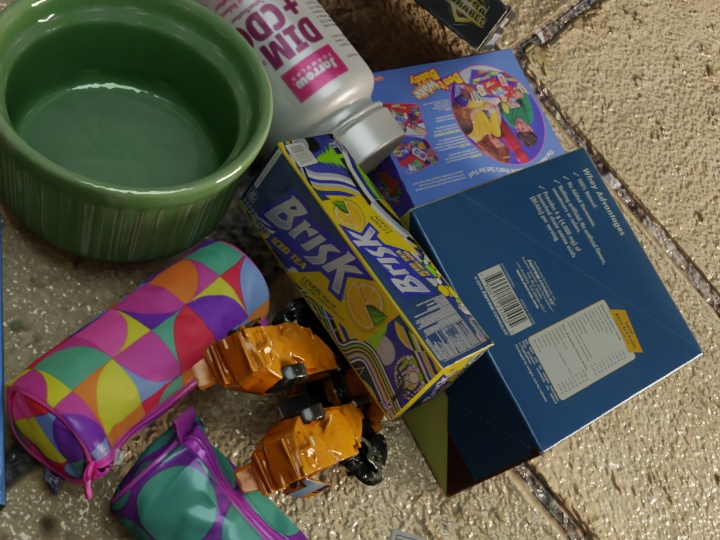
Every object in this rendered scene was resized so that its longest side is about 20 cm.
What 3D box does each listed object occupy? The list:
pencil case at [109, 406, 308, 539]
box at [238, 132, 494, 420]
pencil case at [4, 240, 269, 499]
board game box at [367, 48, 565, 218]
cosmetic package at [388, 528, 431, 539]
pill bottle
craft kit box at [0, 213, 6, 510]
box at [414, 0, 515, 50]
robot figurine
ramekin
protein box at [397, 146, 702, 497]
[{"bbox_3d":[-0.069,0.187,0.669,0.200,0.092,0.085,44,35,-2],"label":"pencil case"},{"bbox_3d":[0.000,0.000,0.736,0.064,0.070,0.201,-17,65,-47],"label":"box"},{"bbox_3d":[-0.142,0.060,0.690,0.088,0.088,0.200,47,49,-2],"label":"pencil case"},{"bbox_3d":[0.086,-0.123,0.942,0.199,0.045,0.135,-17,75,-35],"label":"board game box"},{"bbox_3d":[0.037,0.245,0.641,0.050,0.201,0.083,13,55,17],"label":"cosmetic package"},{"bbox_3d":[-0.060,-0.158,0.832,0.113,0.113,0.200,-37,88,-37],"label":"pill bottle"},{"bbox_3d":[-0.320,0.054,0.624,0.196,0.048,0.202,6,64,-30],"label":"craft kit box"},{"bbox_3d":[0.046,-0.269,0.907,0.200,0.050,0.199,38,16,1],"label":"box"},{"bbox_3d":[-0.039,0.089,0.707,0.146,0.058,0.200,66,13,10],"label":"robot figurine"},{"bbox_3d":[-0.169,-0.102,0.731,0.198,0.098,0.201,10,52,-14],"label":"ramekin"},{"bbox_3d":[0.126,0.037,0.829,0.199,0.135,0.200,-21,78,-35],"label":"protein box"}]
